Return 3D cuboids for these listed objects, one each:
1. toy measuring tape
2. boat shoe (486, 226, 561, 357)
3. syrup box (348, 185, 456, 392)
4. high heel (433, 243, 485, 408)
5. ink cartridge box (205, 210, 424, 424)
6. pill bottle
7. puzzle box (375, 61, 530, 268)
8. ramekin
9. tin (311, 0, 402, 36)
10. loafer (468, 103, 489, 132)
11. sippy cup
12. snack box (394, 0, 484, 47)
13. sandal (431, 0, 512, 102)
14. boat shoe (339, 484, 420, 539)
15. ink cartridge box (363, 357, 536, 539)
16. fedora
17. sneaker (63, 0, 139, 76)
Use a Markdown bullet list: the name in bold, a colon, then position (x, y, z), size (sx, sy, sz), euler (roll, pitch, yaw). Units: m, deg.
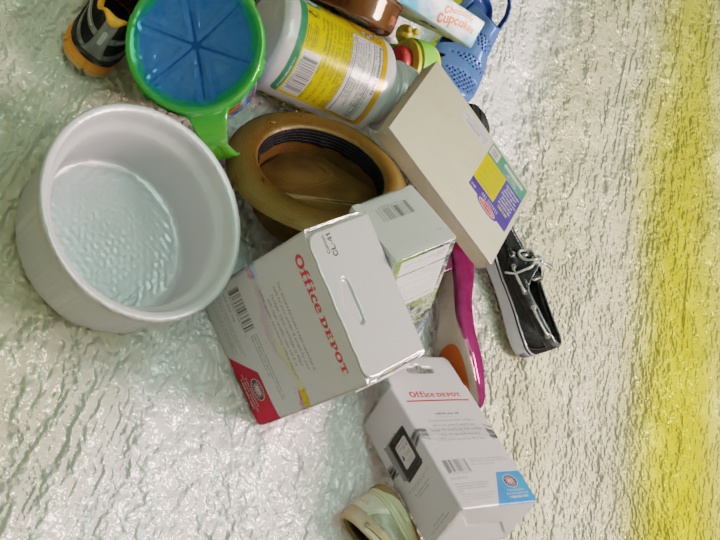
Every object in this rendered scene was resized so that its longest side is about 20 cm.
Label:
- **toy measuring tape**: position (0.071, -0.215, 1.301), size (0.073, 0.073, 0.204), euler (7, 69, -37)
- **boat shoe**: position (0.200, 0.004, 1.314), size (0.073, 0.067, 0.203), euler (-1, 75, -57)
- **syrup box**: position (0.021, 0.022, 1.062), size (0.078, 0.202, 0.082), euler (-21, 56, -31)
- **high heel**: position (0.126, 0.060, 1.247), size (0.095, 0.067, 0.203), euler (-9, 69, -37)
- **ink cartridge box**: position (-0.050, 0.050, 1.009), size (0.085, 0.199, 0.150), euler (-23, 88, -41)
- **pill bottle**: position (-0.030, -0.226, 1.192), size (0.197, 0.112, 0.115), euler (19, 62, -33)
- **puzzle box**: position (0.109, -0.119, 1.201), size (0.201, 0.025, 0.134), euler (51, 48, -19)
- **ramekin**: position (-0.217, -0.040, 0.973), size (0.198, 0.097, 0.205), euler (15, 65, -35)
- **tin**: position (-0.049, -0.315, 1.186), size (0.197, 0.043, 0.112), euler (24, 9, 6)
- **loafer**: position (0.107, -0.138, 1.271), size (0.070, 0.068, 0.203), euler (39, 46, -22)
- **sippy cup**: position (-0.155, -0.209, 1.054), size (0.138, 0.130, 0.181), euler (24, 87, 2)
- **snack box**: position (0.053, -0.327, 1.262), size (0.115, 0.200, 0.038), euler (24, 102, -32)
- **sandal**: position (0.147, -0.306, 1.390), size (0.079, 0.086, 0.203), euler (32, 57, -28)
- **boat shoe**: position (0.046, 0.321, 1.077), size (0.064, 0.072, 0.202), euler (-28, 88, -36)
- **ink cartridge box**: position (0.084, 0.188, 1.127), size (0.114, 0.067, 0.201), euler (5, 40, -38)
- **fedora**: position (-0.051, -0.082, 1.120), size (0.197, 0.082, 0.203), euler (12, 46, -12)
- **sneaker**: position (-0.229, -0.285, 1.072), size (0.078, 0.077, 0.203), euler (31, 54, -24)
